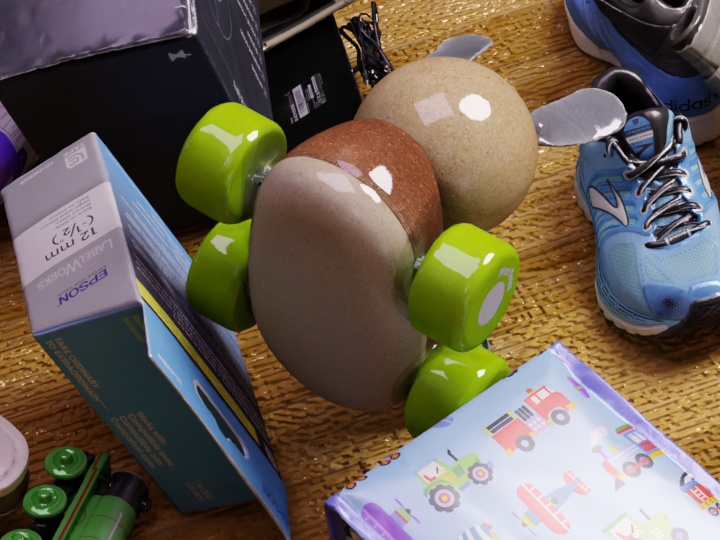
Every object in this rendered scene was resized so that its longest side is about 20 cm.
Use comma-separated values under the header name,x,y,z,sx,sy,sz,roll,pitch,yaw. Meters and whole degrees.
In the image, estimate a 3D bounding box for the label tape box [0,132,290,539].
name,x,y,z,sx,sy,sz,roll,pitch,yaw
label tape box,-0.107,0.044,1.131,0.066,0.144,0.200,-29,36,7

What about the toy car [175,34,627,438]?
name,x,y,z,sx,sy,sz,roll,pitch,yaw
toy car,0.035,-0.041,1.113,0.164,0.158,0.200,29,55,22

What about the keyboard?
name,x,y,z,sx,sy,sz,roll,pitch,yaw
keyboard,-0.017,-0.101,1.415,0.104,0.040,0.200,-32,35,12

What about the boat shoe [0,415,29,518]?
name,x,y,z,sx,sy,sz,roll,pitch,yaw
boat shoe,-0.255,0.103,1.171,0.201,0.061,0.072,5,41,22

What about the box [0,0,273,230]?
name,x,y,z,sx,sy,sz,roll,pitch,yaw
box,-0.132,-0.153,1.304,0.123,0.200,0.198,-14,62,6

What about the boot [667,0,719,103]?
name,x,y,z,sx,sy,sz,roll,pitch,yaw
boot,0.213,-0.085,1.230,0.068,0.131,0.200,-41,12,36

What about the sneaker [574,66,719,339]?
name,x,y,z,sx,sy,sz,roll,pitch,yaw
sneaker,0.153,-0.040,1.224,0.078,0.090,0.200,-15,37,-4

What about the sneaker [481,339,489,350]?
name,x,y,z,sx,sy,sz,roll,pitch,yaw
sneaker,0.000,0.000,1.237,0.139,0.078,0.200,-9,32,13

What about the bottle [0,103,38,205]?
name,x,y,z,sx,sy,sz,roll,pitch,yaw
bottle,-0.236,-0.070,1.379,0.065,0.084,0.200,36,45,-3

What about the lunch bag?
name,x,y,z,sx,sy,sz,roll,pitch,yaw
lunch bag,0.105,0.146,1.004,0.150,0.094,0.200,-32,50,-30

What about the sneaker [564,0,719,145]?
name,x,y,z,sx,sy,sz,roll,pitch,yaw
sneaker,0.170,-0.171,1.376,0.076,0.112,0.200,-13,36,-2

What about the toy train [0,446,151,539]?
name,x,y,z,sx,sy,sz,roll,pitch,yaw
toy train,-0.154,0.159,1.088,0.056,0.042,0.200,10,41,12

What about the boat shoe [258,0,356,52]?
name,x,y,z,sx,sy,sz,roll,pitch,yaw
boat shoe,-0.083,-0.163,1.451,0.199,0.071,0.063,-27,42,6
